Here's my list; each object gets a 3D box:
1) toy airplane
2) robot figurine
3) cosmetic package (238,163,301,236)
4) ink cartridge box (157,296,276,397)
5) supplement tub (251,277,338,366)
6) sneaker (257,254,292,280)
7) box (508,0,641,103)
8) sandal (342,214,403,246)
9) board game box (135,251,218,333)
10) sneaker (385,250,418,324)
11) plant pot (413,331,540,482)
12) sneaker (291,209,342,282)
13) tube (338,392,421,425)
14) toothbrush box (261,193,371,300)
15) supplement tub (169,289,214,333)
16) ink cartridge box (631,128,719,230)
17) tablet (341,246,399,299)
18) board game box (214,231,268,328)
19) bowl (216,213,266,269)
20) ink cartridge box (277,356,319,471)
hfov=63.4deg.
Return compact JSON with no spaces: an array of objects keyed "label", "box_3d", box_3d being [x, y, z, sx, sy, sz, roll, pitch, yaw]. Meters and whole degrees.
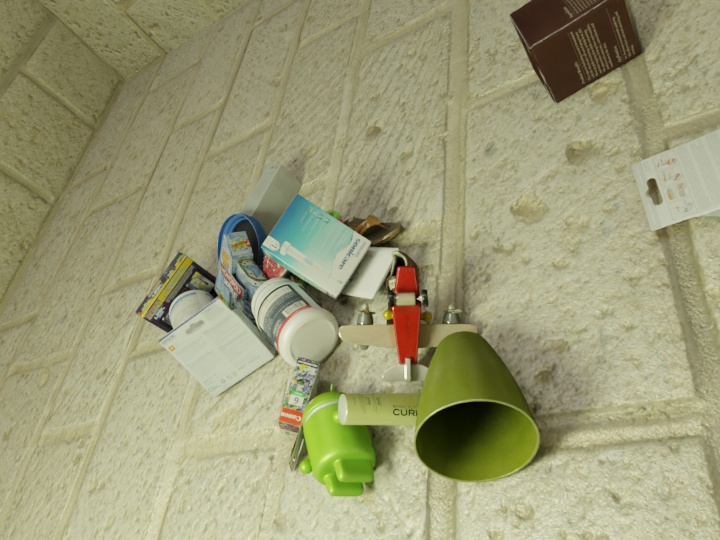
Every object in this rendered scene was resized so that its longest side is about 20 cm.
[{"label":"toy airplane","box_3d":[0.090,0.112,1.096,0.199,0.200,0.141,-47,7,13]},{"label":"robot figurine","box_3d":[-0.042,0.309,1.066,0.176,0.115,0.201,-63,32,31]},{"label":"cosmetic package","box_3d":[-0.263,-0.199,1.684,0.074,0.102,0.201,7,62,44]},{"label":"ink cartridge box","box_3d":[-0.334,0.176,1.367,0.199,0.200,0.041,-33,21,14]},{"label":"supplement tub","box_3d":[-0.150,0.111,1.303,0.141,0.140,0.200,-49,40,-3]},{"label":"sneaker","box_3d":[-0.197,-0.003,1.420,0.081,0.074,0.200,64,145,20]},{"label":"box","box_3d":[0.461,-0.512,1.260,0.199,0.166,0.165,-27,45,20]},{"label":"sandal","box_3d":[0.016,-0.106,1.390,0.080,0.054,0.199,-44,35,-23]},{"label":"board game box","box_3d":[-0.488,0.078,1.603,0.057,0.165,0.201,20,71,47]},{"label":"sneaker","box_3d":[0.074,0.051,1.207,0.070,0.076,0.201,-17,48,30]},{"label":"plant pot","box_3d":[0.176,0.200,0.943,0.186,0.187,0.201,-28,29,21]},{"label":"sneaker","box_3d":[-0.103,-0.056,1.464,0.201,0.076,0.084,-58,2,0]},{"label":"tube","box_3d":[0.062,0.238,1.006,0.052,0.199,0.059,161,113,-70]},{"label":"toothbrush box","box_3d":[-0.098,-0.050,1.299,0.147,0.199,0.085,-58,-1,-10]},{"label":"supplement tub","box_3d":[-0.411,0.150,1.504,0.132,0.132,0.200,-45,39,2]},{"label":"ink cartridge box","box_3d":[0.576,-0.151,0.968,0.199,0.057,0.163,-26,44,35]},{"label":"tablet","box_3d":[0.000,0.000,1.334,0.199,0.014,0.131,6,62,56]},{"label":"board game box","box_3d":[-0.300,0.016,1.458,0.061,0.201,0.200,-13,39,-31]},{"label":"bowl","box_3d":[-0.321,-0.055,1.590,0.200,0.039,0.202,4,96,44]},{"label":"ink cartridge box","box_3d":[-0.130,0.287,1.164,0.050,0.109,0.201,14,61,4]}]
